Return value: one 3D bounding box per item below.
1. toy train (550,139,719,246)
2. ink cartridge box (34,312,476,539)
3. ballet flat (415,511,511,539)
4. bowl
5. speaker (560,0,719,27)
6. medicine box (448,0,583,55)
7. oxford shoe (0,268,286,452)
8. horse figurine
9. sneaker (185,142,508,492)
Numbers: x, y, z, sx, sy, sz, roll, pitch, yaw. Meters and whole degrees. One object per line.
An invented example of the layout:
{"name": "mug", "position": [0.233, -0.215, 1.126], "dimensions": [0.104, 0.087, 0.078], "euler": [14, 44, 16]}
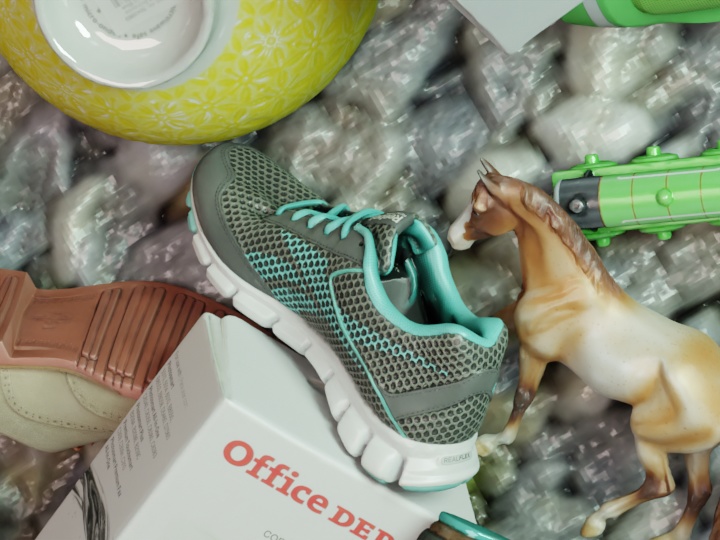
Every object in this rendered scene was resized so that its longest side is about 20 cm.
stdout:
{"name": "toy train", "position": [0.173, -0.037, 1.255], "dimensions": [0.199, 0.056, 0.042], "euler": [-6, 95, 20]}
{"name": "ink cartridge box", "position": [-0.062, 0.142, 1.316], "dimensions": [0.146, 0.084, 0.200], "euler": [30, 109, -21]}
{"name": "ballet flat", "position": [0.108, 0.163, 1.270], "dimensions": [0.199, 0.068, 0.069], "euler": [18, 90, -11]}
{"name": "bowl", "position": [-0.091, -0.135, 1.277], "dimensions": [0.199, 0.108, 0.201], "euler": [4, 115, 8]}
{"name": "speaker", "position": [0.176, -0.154, 1.224], "dimensions": [0.199, 0.088, 0.089], "euler": [-8, 95, 20]}
{"name": "medicine box", "position": [0.082, -0.224, 1.185], "dimensions": [0.182, 0.103, 0.201], "euler": [-36, 41, 20]}
{"name": "oxford shoe", "position": [-0.122, 0.050, 1.376], "dimensions": [0.199, 0.071, 0.074], "euler": [12, 132, 13]}
{"name": "horse figurine", "position": [0.109, 0.052, 1.276], "dimensions": [0.200, 0.050, 0.133], "euler": [39, 128, 11]}
{"name": "sneaker", "position": [0.000, 0.000, 1.284], "dimensions": [0.200, 0.077, 0.091], "euler": [48, 131, 27]}
